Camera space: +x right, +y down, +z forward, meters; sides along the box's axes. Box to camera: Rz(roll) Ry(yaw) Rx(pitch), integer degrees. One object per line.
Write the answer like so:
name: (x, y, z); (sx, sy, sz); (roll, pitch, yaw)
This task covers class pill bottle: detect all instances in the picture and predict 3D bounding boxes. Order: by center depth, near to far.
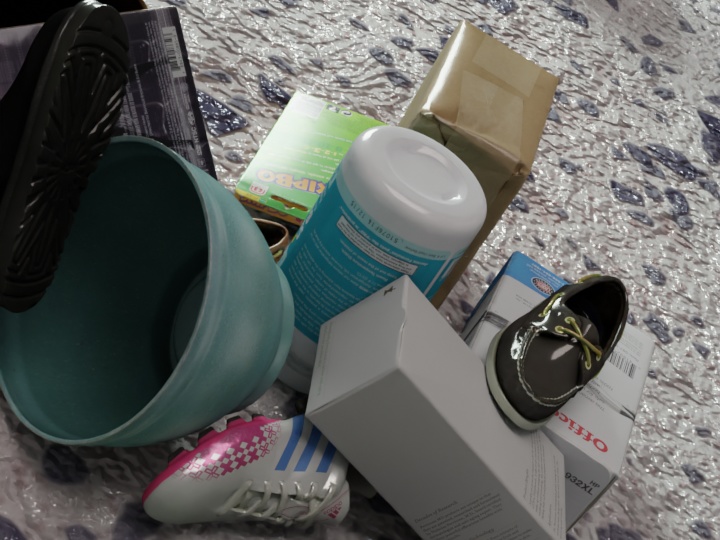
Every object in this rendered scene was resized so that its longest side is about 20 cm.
pill bottle: (0.000, 0.000, 1.208); (0.110, 0.200, 0.111); (23, 34, -17)

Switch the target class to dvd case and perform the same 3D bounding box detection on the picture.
dvd case: (-0.203, -0.101, 1.157); (0.199, 0.016, 0.150); (-13, 90, -31)

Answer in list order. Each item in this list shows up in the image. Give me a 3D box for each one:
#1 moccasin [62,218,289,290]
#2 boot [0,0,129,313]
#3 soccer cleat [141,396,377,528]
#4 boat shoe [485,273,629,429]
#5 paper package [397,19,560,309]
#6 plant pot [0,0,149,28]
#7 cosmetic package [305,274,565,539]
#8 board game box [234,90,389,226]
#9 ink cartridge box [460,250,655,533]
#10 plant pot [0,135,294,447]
moccasin: (-0.139, -0.014, 1.218); (0.200, 0.078, 0.074); (5, 44, -37)
boot: (-0.250, -0.092, 1.050); (0.157, 0.212, 0.079); (24, 5, 19)
soccer cleat: (-0.055, 0.140, 1.103); (0.199, 0.070, 0.086); (-17, 62, -49)
boat shoe: (0.149, 0.053, 1.218); (0.072, 0.060, 0.201); (53, 29, -4)
paper package: (0.069, -0.082, 1.378); (0.103, 0.191, 0.200); (30, 33, -4)
plant pot: (-0.281, -0.190, 1.252); (0.186, 0.188, 0.200); (2, 31, -39)
cosmetic package: (0.058, 0.116, 1.151); (0.200, 0.085, 0.108); (48, 27, -23)
board game box: (-0.041, -0.091, 1.432); (0.095, 0.030, 0.200); (21, 31, 3)
ink cartridge box: (0.143, 0.094, 1.316); (0.145, 0.084, 0.200); (34, 33, -1)
plant pot: (-0.129, 0.027, 1.091); (0.134, 0.200, 0.201); (23, 30, -49)
